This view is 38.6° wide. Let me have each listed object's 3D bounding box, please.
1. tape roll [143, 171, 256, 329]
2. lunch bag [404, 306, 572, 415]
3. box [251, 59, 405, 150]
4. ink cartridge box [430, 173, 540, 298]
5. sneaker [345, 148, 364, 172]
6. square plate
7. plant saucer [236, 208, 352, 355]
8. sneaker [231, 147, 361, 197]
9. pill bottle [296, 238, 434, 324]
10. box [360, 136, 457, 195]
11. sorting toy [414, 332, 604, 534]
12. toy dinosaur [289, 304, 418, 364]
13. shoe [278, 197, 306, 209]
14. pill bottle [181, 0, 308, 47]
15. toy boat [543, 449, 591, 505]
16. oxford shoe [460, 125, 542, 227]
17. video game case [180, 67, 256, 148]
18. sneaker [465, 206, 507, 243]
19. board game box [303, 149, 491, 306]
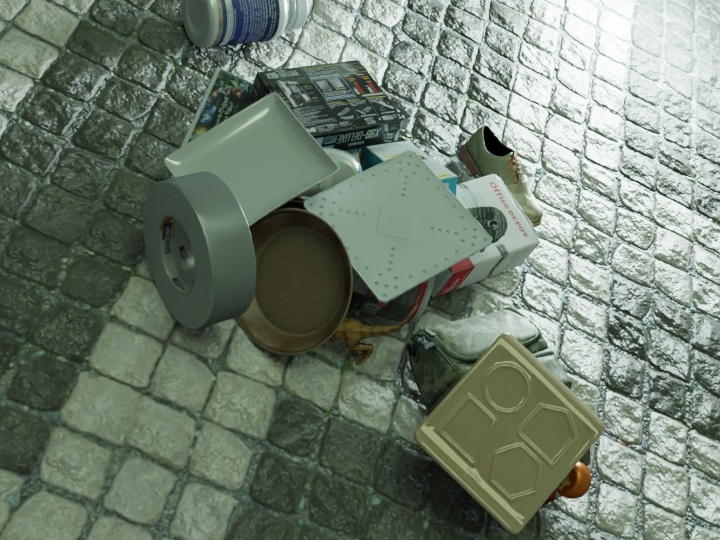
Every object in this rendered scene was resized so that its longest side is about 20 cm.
[{"bbox_3d":[-0.217,-0.027,1.368,0.066,0.201,0.201,-17,65,-33],"label":"tape roll"},{"bbox_3d":[0.177,0.145,1.483,0.198,0.140,0.169,-13,60,-31],"label":"lunch bag"},{"bbox_3d":[-0.052,-0.261,1.641,0.198,0.050,0.158,-15,55,-32],"label":"box"},{"bbox_3d":[0.168,-0.058,1.659,0.199,0.083,0.148,-17,66,-34],"label":"ink cartridge box"},{"bbox_3d":[-0.039,-0.146,1.637,0.092,0.071,0.201,-9,53,-3],"label":"sneaker"},{"bbox_3d":[-0.156,-0.145,1.464,0.197,0.029,0.200,-32,55,-9],"label":"square plate"},{"bbox_3d":[-0.093,0.016,1.428,0.201,0.200,0.037,54,20,17],"label":"plant saucer"},{"bbox_3d":[-0.097,-0.138,1.521,0.198,0.077,0.081,1,23,7],"label":"sneaker"},{"bbox_3d":[0.000,0.000,1.514,0.198,0.114,0.115,17,51,-14],"label":"pill bottle"},{"bbox_3d":[0.071,-0.156,1.634,0.081,0.050,0.200,-9,27,-21],"label":"box"},{"bbox_3d":[0.195,0.211,1.350,0.185,0.037,0.200,43,73,5],"label":"sorting toy"},{"bbox_3d":[-0.005,0.088,1.447,0.198,0.106,0.061,2,68,19],"label":"toy dinosaur"},{"bbox_3d":[-0.114,-0.087,1.544,0.198,0.053,0.071,6,72,-16],"label":"shoe"},{"bbox_3d":[-0.192,-0.442,1.741,0.199,0.111,0.112,-15,64,-33],"label":"pill bottle"},{"bbox_3d":[0.259,0.274,1.413,0.199,0.130,0.132,-16,109,-33],"label":"toy boat"},{"bbox_3d":[0.252,-0.163,1.783,0.070,0.075,0.200,-29,73,-39],"label":"oxford shoe"},{"bbox_3d":[-0.177,-0.208,1.622,0.180,0.023,0.201,24,58,-10],"label":"video game case"},{"bbox_3d":[0.115,-0.063,1.545,0.198,0.082,0.071,6,80,-6],"label":"sneaker"},{"bbox_3d":[0.052,-0.063,1.461,0.199,0.026,0.200,-27,63,-24],"label":"board game box"}]
